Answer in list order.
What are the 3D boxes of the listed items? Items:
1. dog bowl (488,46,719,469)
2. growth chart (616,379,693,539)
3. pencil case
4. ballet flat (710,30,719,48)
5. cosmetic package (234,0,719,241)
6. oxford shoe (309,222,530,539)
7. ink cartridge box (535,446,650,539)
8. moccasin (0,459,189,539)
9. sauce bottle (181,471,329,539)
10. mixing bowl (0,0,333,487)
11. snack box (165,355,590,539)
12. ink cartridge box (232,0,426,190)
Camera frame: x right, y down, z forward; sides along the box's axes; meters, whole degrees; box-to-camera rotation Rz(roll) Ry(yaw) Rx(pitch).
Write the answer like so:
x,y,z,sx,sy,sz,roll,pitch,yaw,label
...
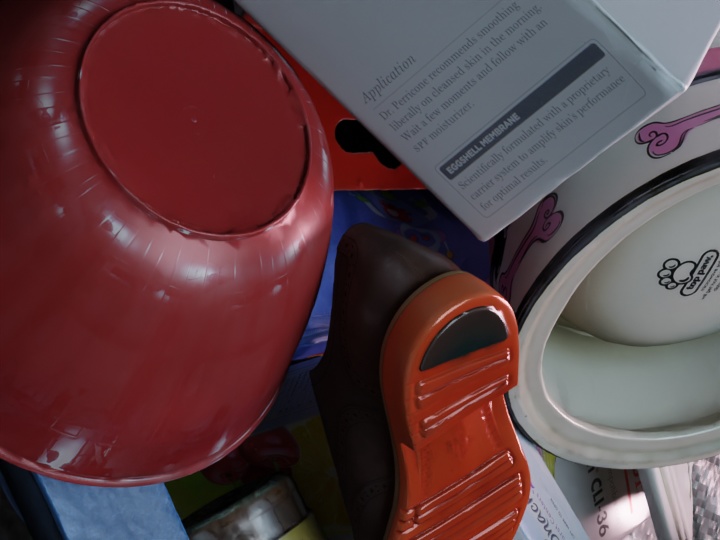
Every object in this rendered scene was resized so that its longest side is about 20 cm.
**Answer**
x,y,z,sx,sy,sz,roll,pitch,yaw,label
0.140,-0.009,1.237,0.199,0.074,0.201,-14,143,-11,dog bowl
0.140,0.046,1.414,0.200,0.018,0.145,-80,157,-56,growth chart
0.000,0.000,1.294,0.199,0.087,0.078,-2,123,-45,pencil case
0.182,-0.096,1.274,0.199,0.069,0.070,-19,112,-28,ballet flat
0.045,-0.158,1.147,0.200,0.123,0.200,45,42,-9,cosmetic package
0.019,0.064,1.173,0.071,0.073,0.201,-26,139,-29,oxford shoe
0.071,0.083,1.396,0.200,0.067,0.117,-34,121,-38,ink cartridge box
-0.129,0.055,1.175,0.080,0.068,0.201,-16,91,-31,moccasin
-0.010,0.181,1.216,0.065,0.065,0.201,-31,97,-38,sauce bottle
-0.085,-0.032,1.114,0.199,0.108,0.201,15,58,-26,mixing bowl
0.022,0.127,1.273,0.201,0.142,0.053,59,30,-24,snack box
0.013,-0.137,1.272,0.162,0.050,0.201,-2,80,-46,ink cartridge box
